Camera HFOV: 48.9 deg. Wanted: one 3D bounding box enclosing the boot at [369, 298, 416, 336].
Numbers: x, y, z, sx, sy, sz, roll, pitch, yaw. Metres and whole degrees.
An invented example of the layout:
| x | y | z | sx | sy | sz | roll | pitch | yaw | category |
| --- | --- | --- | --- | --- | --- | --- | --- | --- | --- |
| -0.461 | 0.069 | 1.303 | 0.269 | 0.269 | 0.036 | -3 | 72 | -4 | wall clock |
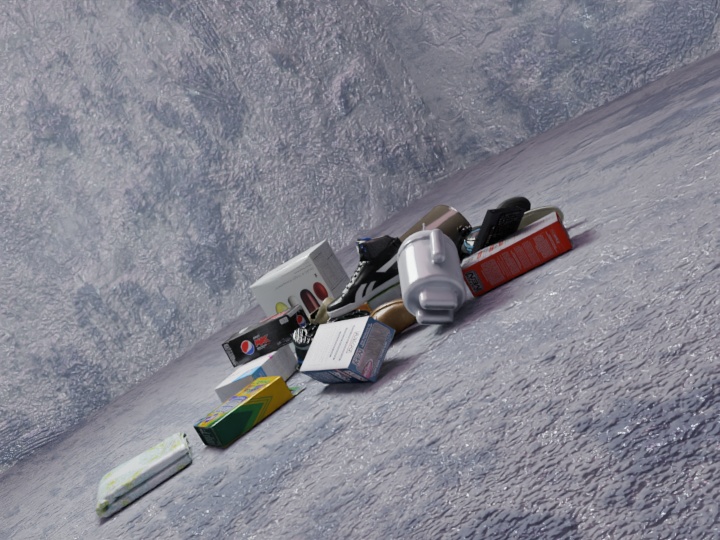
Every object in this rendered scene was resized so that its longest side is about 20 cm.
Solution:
| x | y | z | sx | sy | sz | roll | pitch | yaw | category |
| --- | --- | --- | --- | --- | --- | --- | --- | --- | --- |
| 0.030 | 0.125 | 1.502 | 0.200 | 0.074 | 0.076 | -33 | 24 | 20 | boot |

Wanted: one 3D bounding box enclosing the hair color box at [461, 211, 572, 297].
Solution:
| x | y | z | sx | sy | sz | roll | pitch | yaw | category |
| --- | --- | --- | --- | --- | --- | --- | --- | --- | --- |
| 0.287 | -0.031 | 1.472 | 0.200 | 0.061 | 0.102 | -28 | 7 | 17 | hair color box |

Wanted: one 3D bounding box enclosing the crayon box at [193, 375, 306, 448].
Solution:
| x | y | z | sx | sy | sz | roll | pitch | yaw | category |
| --- | --- | --- | --- | --- | --- | --- | --- | --- | --- |
| -0.217 | 0.265 | 1.547 | 0.200 | 0.052 | 0.126 | -34 | 7 | -28 | crayon box |

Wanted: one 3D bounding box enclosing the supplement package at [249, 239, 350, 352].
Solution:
| x | y | z | sx | sy | sz | roll | pitch | yaw | category |
| --- | --- | --- | --- | --- | --- | --- | --- | --- | --- |
| -0.131 | 0.066 | 1.992 | 0.191 | 0.200 | 0.147 | -29 | 7 | 21 | supplement package |

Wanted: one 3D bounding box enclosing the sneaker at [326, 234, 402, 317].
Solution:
| x | y | z | sx | sy | sz | roll | pitch | yaw | category |
| --- | --- | --- | --- | --- | --- | --- | --- | --- | --- |
| 0.000 | 0.000 | 1.555 | 0.200 | 0.112 | 0.073 | -31 | 7 | 5 | sneaker |

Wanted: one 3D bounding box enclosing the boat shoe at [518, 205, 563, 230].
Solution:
| x | y | z | sx | sy | sz | roll | pitch | yaw | category |
| --- | --- | --- | --- | --- | --- | --- | --- | --- | --- |
| 0.323 | -0.079 | 1.620 | 0.199 | 0.075 | 0.066 | -38 | 15 | 26 | boat shoe |

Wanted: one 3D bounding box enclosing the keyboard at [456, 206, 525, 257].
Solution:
| x | y | z | sx | sy | sz | roll | pitch | yaw | category |
| --- | --- | --- | --- | --- | --- | --- | --- | --- | --- |
| 0.238 | -0.056 | 1.526 | 0.127 | 0.021 | 0.200 | -8 | -31 | -9 | keyboard |

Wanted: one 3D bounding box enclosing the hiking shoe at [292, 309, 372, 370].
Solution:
| x | y | z | sx | sy | sz | roll | pitch | yaw | category |
| --- | --- | --- | --- | --- | --- | --- | --- | --- | --- |
| -0.044 | 0.138 | 1.613 | 0.200 | 0.087 | 0.074 | -12 | 39 | -17 | hiking shoe |

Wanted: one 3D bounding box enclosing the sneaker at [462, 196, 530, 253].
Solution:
| x | y | z | sx | sy | sz | roll | pitch | yaw | category |
| --- | --- | --- | --- | --- | --- | --- | --- | --- | --- |
| 0.325 | -0.097 | 1.828 | 0.200 | 0.073 | 0.082 | -38 | 24 | -11 | sneaker |

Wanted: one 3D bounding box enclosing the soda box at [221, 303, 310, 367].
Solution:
| x | y | z | sx | sy | sz | roll | pitch | yaw | category |
| --- | --- | --- | --- | --- | --- | --- | --- | --- | --- |
| -0.207 | 0.144 | 1.754 | 0.200 | 0.063 | 0.071 | -24 | 9 | 28 | soda box |

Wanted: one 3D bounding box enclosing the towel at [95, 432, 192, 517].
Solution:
| x | y | z | sx | sy | sz | roll | pitch | yaw | category |
| --- | --- | --- | --- | --- | --- | --- | --- | --- | --- |
| -0.421 | 0.389 | 1.540 | 0.200 | 0.048 | 0.171 | -33 | 6 | -13 | towel |

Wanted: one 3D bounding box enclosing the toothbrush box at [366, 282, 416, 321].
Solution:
| x | y | z | sx | sy | sz | roll | pitch | yaw | category |
| --- | --- | --- | --- | --- | --- | --- | --- | --- | --- |
| 0.104 | 0.042 | 1.630 | 0.145 | 0.086 | 0.200 | -30 | 8 | 11 | toothbrush box |

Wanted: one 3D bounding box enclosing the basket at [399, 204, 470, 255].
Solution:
| x | y | z | sx | sy | sz | roll | pitch | yaw | category |
| --- | --- | --- | --- | --- | --- | --- | --- | --- | --- |
| 0.152 | -0.048 | 1.913 | 0.200 | 0.136 | 0.180 | -36 | 13 | -17 | basket |

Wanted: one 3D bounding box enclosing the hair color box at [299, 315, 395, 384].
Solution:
| x | y | z | sx | sy | sz | roll | pitch | yaw | category |
| --- | --- | --- | --- | --- | --- | --- | --- | --- | --- |
| -0.026 | 0.144 | 1.395 | 0.200 | 0.060 | 0.100 | -17 | 47 | 62 | hair color box |

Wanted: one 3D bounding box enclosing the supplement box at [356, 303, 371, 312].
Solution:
| x | y | z | sx | sy | sz | roll | pitch | yaw | category |
| --- | --- | --- | --- | --- | --- | --- | --- | --- | --- |
| 0.024 | 0.081 | 1.782 | 0.069 | 0.067 | 0.200 | -28 | 8 | 18 | supplement box |

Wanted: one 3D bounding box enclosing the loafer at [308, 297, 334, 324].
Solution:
| x | y | z | sx | sy | sz | roll | pitch | yaw | category |
| --- | --- | --- | --- | --- | --- | --- | --- | --- | --- |
| -0.087 | 0.121 | 1.826 | 0.076 | 0.067 | 0.200 | -36 | -8 | -44 | loafer |

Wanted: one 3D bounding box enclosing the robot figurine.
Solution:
| x | y | z | sx | sy | sz | roll | pitch | yaw | category |
| --- | --- | --- | --- | --- | --- | --- | --- | --- | --- |
| 0.126 | 0.007 | 1.429 | 0.113 | 0.170 | 0.200 | 4 | 45 | -9 | robot figurine |

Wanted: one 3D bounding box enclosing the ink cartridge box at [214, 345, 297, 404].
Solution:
| x | y | z | sx | sy | sz | roll | pitch | yaw | category |
| --- | --- | --- | --- | --- | --- | --- | --- | --- | --- |
| -0.213 | 0.225 | 1.741 | 0.115 | 0.068 | 0.200 | -25 | 9 | 31 | ink cartridge box |
